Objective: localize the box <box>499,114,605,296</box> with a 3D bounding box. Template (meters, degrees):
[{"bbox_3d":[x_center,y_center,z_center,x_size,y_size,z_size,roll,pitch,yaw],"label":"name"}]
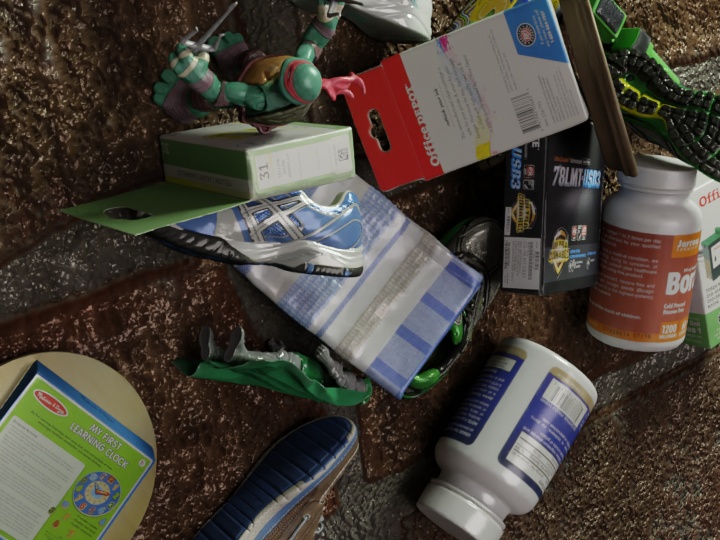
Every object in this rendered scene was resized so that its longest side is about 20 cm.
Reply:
[{"bbox_3d":[0.200,-0.080,1.195,0.200,0.049,0.200,-3,98,-63],"label":"box"}]

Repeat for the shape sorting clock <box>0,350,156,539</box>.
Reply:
[{"bbox_3d":[-0.255,0.165,0.950,0.199,0.039,0.201,-7,101,-36],"label":"shape sorting clock"}]

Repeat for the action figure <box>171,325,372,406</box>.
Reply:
[{"bbox_3d":[-0.057,0.092,1.063,0.200,0.118,0.055,23,74,-47],"label":"action figure"}]

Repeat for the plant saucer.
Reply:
[{"bbox_3d":[0.224,-0.183,1.113,0.200,0.029,0.201,-15,90,-76],"label":"plant saucer"}]

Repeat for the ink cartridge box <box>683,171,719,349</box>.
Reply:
[{"bbox_3d":[0.415,-0.031,1.399,0.146,0.084,0.201,-27,114,-31],"label":"ink cartridge box"}]

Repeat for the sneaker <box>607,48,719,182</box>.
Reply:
[{"bbox_3d":[0.344,-0.159,1.250,0.078,0.200,0.085,-47,159,0],"label":"sneaker"}]

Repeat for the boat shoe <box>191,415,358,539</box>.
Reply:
[{"bbox_3d":[-0.072,0.220,1.090,0.200,0.072,0.073,-42,126,-12],"label":"boat shoe"}]

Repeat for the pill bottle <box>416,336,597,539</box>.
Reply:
[{"bbox_3d":[0.147,0.182,1.213,0.120,0.119,0.200,45,72,-34],"label":"pill bottle"}]

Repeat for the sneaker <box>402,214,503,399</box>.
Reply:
[{"bbox_3d":[0.093,0.036,1.144,0.078,0.085,0.201,29,78,-10],"label":"sneaker"}]

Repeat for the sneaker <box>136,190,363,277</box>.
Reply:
[{"bbox_3d":[-0.091,-0.042,1.001,0.199,0.076,0.078,8,89,-20],"label":"sneaker"}]

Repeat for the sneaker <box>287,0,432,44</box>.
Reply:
[{"bbox_3d":[-0.009,-0.266,1.045,0.200,0.070,0.081,13,85,-46],"label":"sneaker"}]

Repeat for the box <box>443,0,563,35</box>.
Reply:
[{"bbox_3d":[0.155,-0.258,1.164,0.200,0.070,0.064,-53,126,-17],"label":"box"}]

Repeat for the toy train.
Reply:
[{"bbox_3d":[0.295,-0.240,1.284,0.200,0.056,0.042,34,76,-36],"label":"toy train"}]

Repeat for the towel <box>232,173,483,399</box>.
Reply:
[{"bbox_3d":[0.000,0.000,1.066,0.200,0.024,0.147,39,74,-3],"label":"towel"}]

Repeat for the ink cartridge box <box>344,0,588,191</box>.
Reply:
[{"bbox_3d":[0.095,-0.159,1.070,0.067,0.199,0.117,-53,123,-72],"label":"ink cartridge box"}]

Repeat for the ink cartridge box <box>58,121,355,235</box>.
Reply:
[{"bbox_3d":[-0.124,-0.081,0.936,0.199,0.145,0.048,-15,108,-34],"label":"ink cartridge box"}]

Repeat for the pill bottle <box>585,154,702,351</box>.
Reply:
[{"bbox_3d":[0.315,-0.021,1.293,0.112,0.112,0.201,-10,112,-36],"label":"pill bottle"}]

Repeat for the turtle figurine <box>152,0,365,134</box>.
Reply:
[{"bbox_3d":[-0.080,-0.158,0.918,0.149,0.200,0.101,-22,104,-30],"label":"turtle figurine"}]
